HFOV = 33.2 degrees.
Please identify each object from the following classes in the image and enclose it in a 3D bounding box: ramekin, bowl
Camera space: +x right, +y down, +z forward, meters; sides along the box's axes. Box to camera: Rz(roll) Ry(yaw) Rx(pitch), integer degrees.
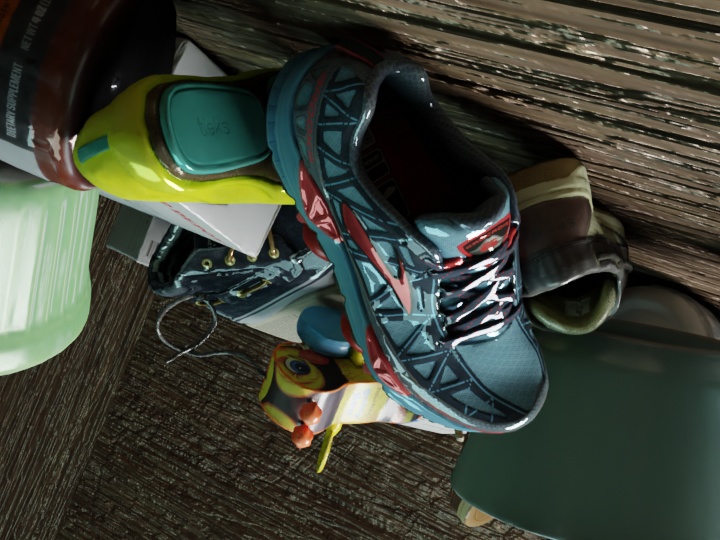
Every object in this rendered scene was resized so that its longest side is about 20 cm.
[{"bbox_3d":[-0.229,-0.040,0.624,0.197,0.099,0.201,16,-156,-7],"label":"ramekin"},{"bbox_3d":[0.156,0.087,0.692,0.197,0.107,0.201,9,-175,-1],"label":"bowl"}]

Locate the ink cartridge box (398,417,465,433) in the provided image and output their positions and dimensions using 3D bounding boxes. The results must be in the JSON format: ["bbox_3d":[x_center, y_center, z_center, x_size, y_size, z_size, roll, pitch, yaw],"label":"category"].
[{"bbox_3d":[0.107,0.081,0.963,0.198,0.086,0.145,-6,162,41],"label":"ink cartridge box"}]

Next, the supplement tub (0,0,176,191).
[{"bbox_3d":[-0.193,-0.119,0.566,0.197,0.108,0.107,22,177,10],"label":"supplement tub"}]

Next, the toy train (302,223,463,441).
[{"bbox_3d":[0.054,0.019,0.684,0.114,0.085,0.202,10,-138,-39],"label":"toy train"}]

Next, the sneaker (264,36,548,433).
[{"bbox_3d":[0.031,-0.006,0.526,0.201,0.079,0.095,57,155,-17],"label":"sneaker"}]

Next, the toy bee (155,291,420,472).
[{"bbox_3d":[-0.028,0.083,0.812,0.197,0.133,0.109,-10,-146,-13],"label":"toy bee"}]

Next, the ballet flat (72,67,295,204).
[{"bbox_3d":[-0.059,-0.060,0.576,0.066,0.068,0.199,-17,176,30],"label":"ballet flat"}]

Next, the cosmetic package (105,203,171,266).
[{"bbox_3d":[-0.102,-0.001,0.993,0.198,0.051,0.082,24,175,-31],"label":"cosmetic package"}]

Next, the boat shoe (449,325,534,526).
[{"bbox_3d":[0.102,0.072,0.818,0.071,0.203,0.072,28,-169,35],"label":"boat shoe"}]

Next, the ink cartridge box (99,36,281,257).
[{"bbox_3d":[-0.154,-0.096,0.777,0.198,0.085,0.146,21,170,34],"label":"ink cartridge box"}]

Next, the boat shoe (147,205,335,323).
[{"bbox_3d":[-0.067,-0.021,0.818,0.090,0.072,0.200,14,147,-33],"label":"boat shoe"}]

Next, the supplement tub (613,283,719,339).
[{"bbox_3d":[0.242,0.095,0.876,0.122,0.124,0.199,19,176,46],"label":"supplement tub"}]

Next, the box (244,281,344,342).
[{"bbox_3d":[0.000,0.000,0.868,0.081,0.070,0.199,21,155,-32],"label":"box"}]

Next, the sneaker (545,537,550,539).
[{"bbox_3d":[0.160,0.183,0.901,0.070,0.101,0.200,21,178,-7],"label":"sneaker"}]

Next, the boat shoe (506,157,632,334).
[{"bbox_3d":[0.105,0.001,0.628,0.071,0.067,0.201,-15,163,13],"label":"boat shoe"}]
